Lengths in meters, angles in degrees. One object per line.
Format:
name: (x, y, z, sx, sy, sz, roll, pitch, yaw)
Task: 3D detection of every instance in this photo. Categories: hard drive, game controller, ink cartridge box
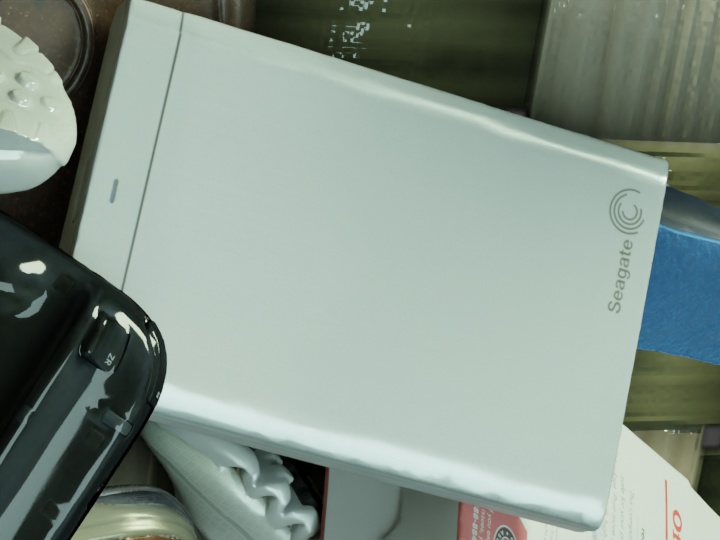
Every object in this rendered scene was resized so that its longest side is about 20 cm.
hard drive: (0.000, 0.000, 0.944, 0.199, 0.027, 0.133, 16, 77, -17)
game controller: (-0.148, 0.077, 0.869, 0.104, 0.042, 0.201, 32, 82, 9)
ink cartridge box: (0.068, 0.112, 1.052, 0.200, 0.067, 0.117, 40, 44, -42)

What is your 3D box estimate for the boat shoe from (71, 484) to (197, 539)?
boat shoe: (-0.140, 0.127, 0.910, 0.199, 0.072, 0.076, -15, 151, -16)

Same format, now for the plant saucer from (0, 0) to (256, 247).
plant saucer: (-0.119, -0.079, 0.940, 0.199, 0.034, 0.201, -10, 112, -25)

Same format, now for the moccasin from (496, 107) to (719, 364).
moccasin: (0.078, -0.009, 1.057, 0.199, 0.068, 0.081, 23, 104, -32)

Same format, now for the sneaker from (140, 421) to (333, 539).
sneaker: (-0.032, 0.124, 1.047, 0.081, 0.075, 0.200, -34, 120, 0)

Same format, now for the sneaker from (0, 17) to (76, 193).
sneaker: (-0.187, -0.047, 0.869, 0.199, 0.077, 0.081, 11, 118, -1)
